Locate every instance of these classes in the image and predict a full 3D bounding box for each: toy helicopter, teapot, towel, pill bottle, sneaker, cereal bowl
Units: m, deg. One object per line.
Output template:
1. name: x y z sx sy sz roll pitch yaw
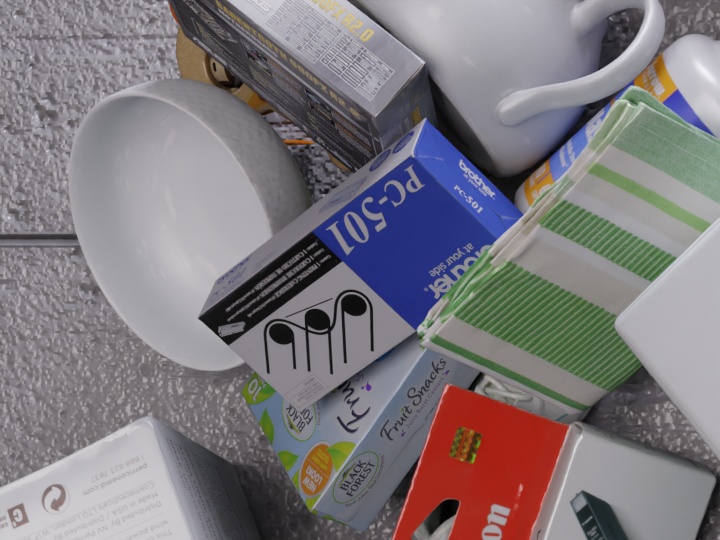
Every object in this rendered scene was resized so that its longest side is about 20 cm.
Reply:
1. toy helicopter: -0.058 -0.118 1.638 0.200 0.079 0.133 36 118 34
2. teapot: 0.087 -0.165 1.510 0.146 0.197 0.200 -41 83 -2
3. towel: 0.146 -0.005 1.416 0.200 0.152 0.023 -49 37 21
4. pill bottle: 0.199 -0.072 1.465 0.200 0.112 0.112 -44 66 20
5. sneaker: 0.094 0.097 1.529 0.070 0.080 0.201 26 97 31
6. cereal bowl: -0.100 -0.039 1.612 0.199 0.083 0.201 23 126 35

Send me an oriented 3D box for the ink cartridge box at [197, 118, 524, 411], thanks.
1. ink cartridge box: 0.000 0.000 1.478 0.094 0.044 0.200 43 125 -16

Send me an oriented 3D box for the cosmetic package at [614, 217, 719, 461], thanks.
1. cosmetic package: 0.287 0.054 1.369 0.166 0.167 0.200 -46 66 19

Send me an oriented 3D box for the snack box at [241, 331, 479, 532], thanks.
1. snack box: 0.016 0.047 1.563 0.201 0.053 0.142 -55 34 15

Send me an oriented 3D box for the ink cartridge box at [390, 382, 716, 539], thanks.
1. ink cartridge box: 0.104 0.189 1.483 0.172 0.044 0.201 18 95 -7

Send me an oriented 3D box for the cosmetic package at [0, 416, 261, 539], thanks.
1. cosmetic package: -0.151 0.215 1.567 0.164 0.200 0.166 -24 73 5

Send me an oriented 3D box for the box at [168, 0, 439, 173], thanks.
1. box: -0.040 -0.140 1.506 0.200 0.159 0.048 39 79 18
